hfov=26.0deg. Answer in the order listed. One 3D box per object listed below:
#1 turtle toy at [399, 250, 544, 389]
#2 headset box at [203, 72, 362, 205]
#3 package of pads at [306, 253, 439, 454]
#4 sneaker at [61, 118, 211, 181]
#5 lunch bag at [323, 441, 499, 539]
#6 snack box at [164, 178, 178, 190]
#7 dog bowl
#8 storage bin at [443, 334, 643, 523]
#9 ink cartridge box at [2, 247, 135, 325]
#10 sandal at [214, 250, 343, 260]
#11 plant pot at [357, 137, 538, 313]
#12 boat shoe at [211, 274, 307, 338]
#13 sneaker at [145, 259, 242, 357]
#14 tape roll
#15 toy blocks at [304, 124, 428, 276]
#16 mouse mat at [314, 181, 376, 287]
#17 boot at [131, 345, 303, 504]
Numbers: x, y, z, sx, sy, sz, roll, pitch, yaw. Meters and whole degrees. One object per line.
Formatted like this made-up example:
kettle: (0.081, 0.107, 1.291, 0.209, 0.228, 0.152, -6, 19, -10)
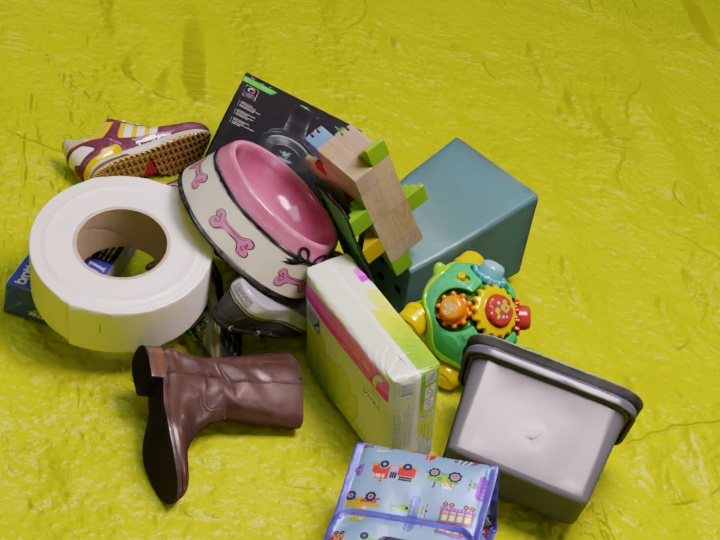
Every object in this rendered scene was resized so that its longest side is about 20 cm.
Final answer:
turtle toy: (0.146, 0.071, 1.817, 0.146, 0.101, 0.200, -43, 105, -32)
headset box: (-0.106, -0.137, 1.982, 0.174, 0.093, 0.200, 26, 41, -7)
package of pads: (0.008, 0.103, 1.706, 0.068, 0.155, 0.200, -20, 47, -22)
sneaker: (-0.284, -0.165, 1.997, 0.200, 0.075, 0.090, -21, 56, -42)
lunch bag: (0.042, 0.276, 1.527, 0.150, 0.094, 0.200, 8, 37, 13)
snack box: (-0.171, -0.110, 2.013, 0.072, 0.024, 0.200, 38, 40, 21)
dog bowl: (-0.108, -0.063, 1.756, 0.200, 0.074, 0.200, 41, 20, -18)
storage bin: (0.182, 0.182, 1.694, 0.200, 0.146, 0.134, 23, 64, 6)
ink cartridge box: (-0.328, -0.011, 1.804, 0.094, 0.044, 0.200, 19, 37, 4)
sandal: (-0.105, -0.035, 1.894, 0.200, 0.080, 0.054, 16, 55, -12)
plant pot: (0.094, -0.037, 1.939, 0.141, 0.141, 0.200, 38, 52, 25)
boat shoe: (-0.104, 0.047, 1.766, 0.069, 0.057, 0.200, 56, 14, 22)
sneaker: (-0.195, 0.049, 1.784, 0.089, 0.077, 0.200, -25, 51, 3)
tape roll: (-0.262, -0.008, 1.709, 0.202, 0.071, 0.203, 5, 50, -6)
toy blocks: (-0.006, -0.102, 1.803, 0.100, 0.200, 0.137, -38, 50, -12)
mouse mat: (0.000, 0.000, 1.784, 0.008, 0.200, 0.161, -26, 20, -5)
boot: (-0.133, 0.162, 1.653, 0.200, 0.064, 0.186, 9, 56, -34)
